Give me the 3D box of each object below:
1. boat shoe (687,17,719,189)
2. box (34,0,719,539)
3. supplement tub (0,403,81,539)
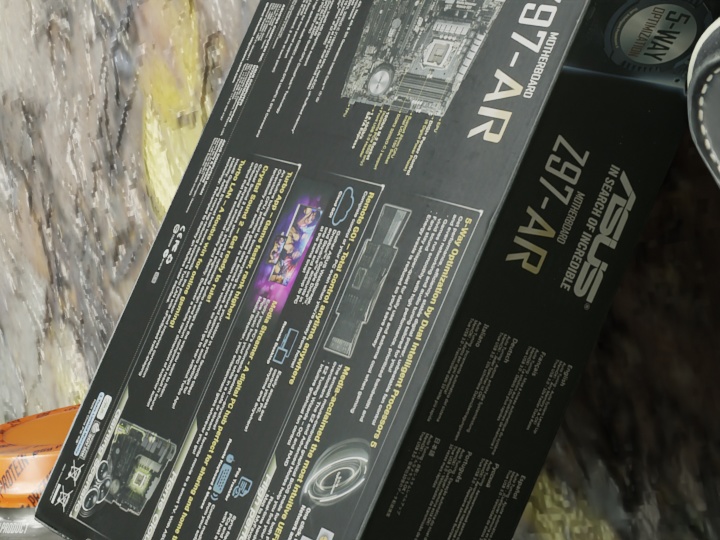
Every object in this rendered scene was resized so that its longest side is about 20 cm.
[{"bbox_3d":[0.121,0.014,0.518,0.200,0.062,0.075,59,149,33],"label":"boat shoe"},{"bbox_3d":[0.000,0.000,0.645,0.160,0.043,0.200,16,82,58],"label":"box"},{"bbox_3d":[-0.077,0.151,0.873,0.122,0.122,0.200,5,105,61],"label":"supplement tub"}]
